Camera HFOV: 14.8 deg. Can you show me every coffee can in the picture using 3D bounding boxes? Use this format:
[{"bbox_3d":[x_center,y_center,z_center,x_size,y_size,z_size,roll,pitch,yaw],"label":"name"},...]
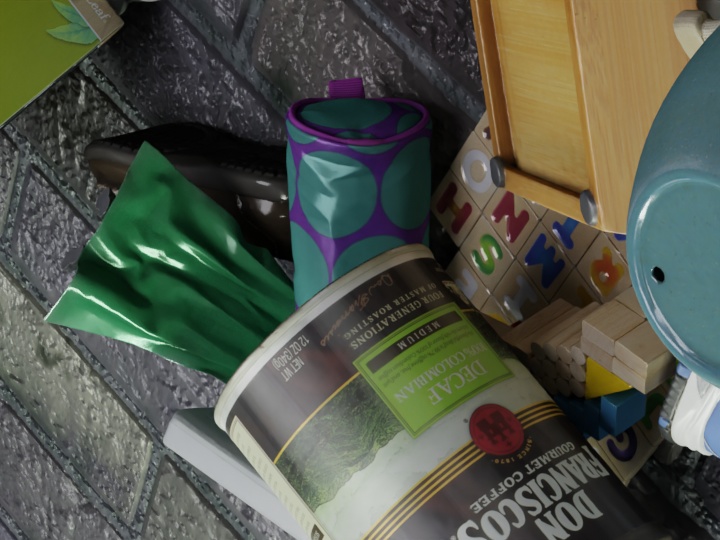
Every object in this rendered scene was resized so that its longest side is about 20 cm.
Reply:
[{"bbox_3d":[0.041,0.108,1.421,0.200,0.146,0.146,50,138,16],"label":"coffee can"}]

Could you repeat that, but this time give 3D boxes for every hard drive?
[{"bbox_3d":[0.000,0.135,1.577,0.200,0.132,0.026,33,108,33],"label":"hard drive"}]

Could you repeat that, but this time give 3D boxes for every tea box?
[{"bbox_3d":[-0.286,-0.128,1.746,0.134,0.197,0.200,52,154,-9],"label":"tea box"}]

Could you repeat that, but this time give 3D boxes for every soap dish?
[{"bbox_3d":[0.115,-0.098,1.340,0.200,0.081,0.158,-147,47,-73],"label":"soap dish"}]

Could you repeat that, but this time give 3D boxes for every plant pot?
[{"bbox_3d":[0.184,-0.020,1.107,0.200,0.135,0.201,29,131,40],"label":"plant pot"}]

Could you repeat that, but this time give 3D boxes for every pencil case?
[{"bbox_3d":[0.000,0.000,1.569,0.092,0.085,0.201,-96,5,-66],"label":"pencil case"}]

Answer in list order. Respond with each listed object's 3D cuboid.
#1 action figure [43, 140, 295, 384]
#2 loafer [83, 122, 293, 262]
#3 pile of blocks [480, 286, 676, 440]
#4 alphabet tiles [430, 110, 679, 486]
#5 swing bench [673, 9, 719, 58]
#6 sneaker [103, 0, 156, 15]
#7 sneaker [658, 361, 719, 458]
[{"bbox_3d":[-0.077,0.024,1.628,0.118,0.200,0.055,-59,20,-1],"label":"action figure"},{"bbox_3d":[-0.099,-0.044,1.690,0.200,0.073,0.072,16,114,48],"label":"loafer"},{"bbox_3d":[0.119,0.051,1.463,0.200,0.062,0.082,-9,110,60],"label":"pile of blocks"},{"bbox_3d":[0.111,0.008,1.504,0.200,0.008,0.167,55,140,21],"label":"alphabet tiles"},{"bbox_3d":[0.236,-0.154,1.181,0.199,0.130,0.201,3,107,50],"label":"swing bench"},{"bbox_3d":[-0.116,-0.209,1.658,0.200,0.075,0.081,-16,99,61],"label":"sneaker"},{"bbox_3d":[0.212,0.014,1.340,0.077,0.076,0.200,27,128,16],"label":"sneaker"}]
